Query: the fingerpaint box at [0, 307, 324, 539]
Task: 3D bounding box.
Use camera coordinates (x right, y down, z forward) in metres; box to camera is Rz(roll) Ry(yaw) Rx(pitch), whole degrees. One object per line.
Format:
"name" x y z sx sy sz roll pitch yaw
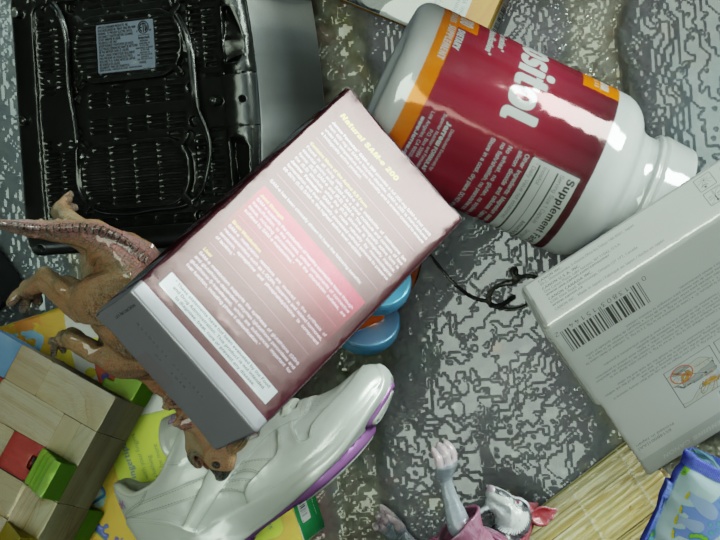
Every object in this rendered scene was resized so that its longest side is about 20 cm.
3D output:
"fingerpaint box" -0.136 0.108 1.233 0.167 0.073 0.200 -19 88 10

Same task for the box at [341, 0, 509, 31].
"box" 0.014 -0.233 1.211 0.200 0.041 0.119 24 96 11

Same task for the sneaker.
"sneaker" -0.070 0.113 1.146 0.200 0.075 0.100 -38 86 8

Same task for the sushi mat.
"sushi mat" 0.136 0.206 1.214 0.200 0.012 0.096 -39 84 9

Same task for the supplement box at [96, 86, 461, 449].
"supplement box" -0.044 -0.003 1.060 0.109 0.061 0.200 50 59 -7

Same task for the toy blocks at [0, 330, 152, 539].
"toy blocks" -0.239 0.121 1.176 0.137 0.100 0.200 27 86 19

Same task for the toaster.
"toaster" -0.119 -0.106 1.186 0.200 0.119 0.181 -4 92 26

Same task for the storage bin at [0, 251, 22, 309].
"storage bin" -0.320 0.004 1.211 0.146 0.200 0.134 -39 94 10

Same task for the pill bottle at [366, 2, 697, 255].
"pill bottle" 0.106 -0.080 1.152 0.200 0.113 0.113 24 96 -6

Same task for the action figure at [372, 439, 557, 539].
"action figure" 0.044 0.205 1.161 0.200 0.134 0.149 -25 71 -10

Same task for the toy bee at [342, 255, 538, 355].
"toy bee" 0.000 0.000 1.199 0.131 0.200 0.109 -53 49 41

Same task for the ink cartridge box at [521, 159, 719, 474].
"ink cartridge box" 0.224 0.020 1.140 0.200 0.176 0.045 -33 43 6

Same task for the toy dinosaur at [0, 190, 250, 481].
"toy dinosaur" -0.132 0.023 1.092 0.136 0.200 0.086 15 57 43

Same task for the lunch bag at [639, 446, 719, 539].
"lunch bag" 0.258 0.224 1.135 0.200 0.127 0.170 23 96 0
